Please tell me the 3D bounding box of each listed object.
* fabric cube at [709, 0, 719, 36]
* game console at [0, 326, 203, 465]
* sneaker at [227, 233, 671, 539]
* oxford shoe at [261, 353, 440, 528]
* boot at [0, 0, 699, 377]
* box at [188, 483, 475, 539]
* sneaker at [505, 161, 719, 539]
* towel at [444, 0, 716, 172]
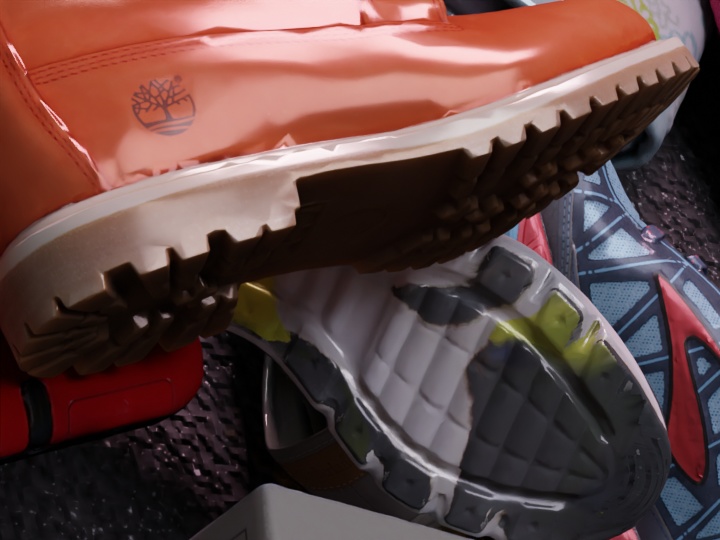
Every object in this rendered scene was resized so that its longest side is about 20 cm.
[{"bbox_3d":[0.257,-0.104,1.056,0.196,0.200,0.200,-6,77,-49],"label":"fabric cube"},{"bbox_3d":[-0.160,-0.026,0.707,0.172,0.119,0.200,-13,76,-48],"label":"game console"},{"bbox_3d":[0.000,0.000,0.801,0.200,0.075,0.085,34,14,5],"label":"sneaker"},{"bbox_3d":[-0.003,-0.018,0.885,0.058,0.075,0.201,27,48,-42],"label":"oxford shoe"},{"bbox_3d":[-0.011,-0.052,0.708,0.200,0.075,0.107,-14,68,-33],"label":"boot"},{"bbox_3d":[-0.010,0.164,0.724,0.078,0.095,0.200,18,50,-33],"label":"box"},{"bbox_3d":[0.094,0.032,0.876,0.079,0.095,0.201,-40,117,-81],"label":"sneaker"},{"bbox_3d":[0.050,-0.145,1.053,0.200,0.048,0.171,41,42,-10],"label":"towel"}]
